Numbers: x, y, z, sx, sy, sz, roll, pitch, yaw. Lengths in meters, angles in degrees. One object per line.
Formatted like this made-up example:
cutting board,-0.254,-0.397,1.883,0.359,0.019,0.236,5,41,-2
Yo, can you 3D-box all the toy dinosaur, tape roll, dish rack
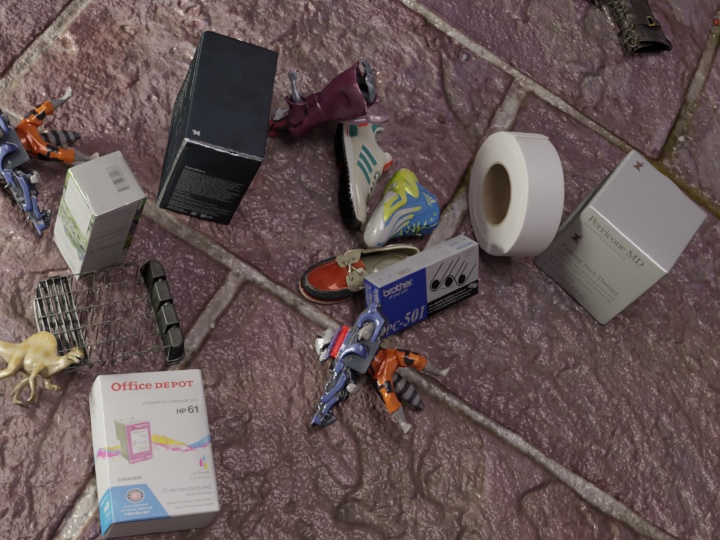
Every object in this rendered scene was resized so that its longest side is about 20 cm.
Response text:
toy dinosaur,-0.448,0.125,1.498,0.198,0.058,0.102,10,69,22
tape roll,0.250,-0.124,1.831,0.070,0.203,0.205,1,64,-21
dish rack,-0.352,0.067,1.575,0.198,0.055,0.155,-11,67,-25

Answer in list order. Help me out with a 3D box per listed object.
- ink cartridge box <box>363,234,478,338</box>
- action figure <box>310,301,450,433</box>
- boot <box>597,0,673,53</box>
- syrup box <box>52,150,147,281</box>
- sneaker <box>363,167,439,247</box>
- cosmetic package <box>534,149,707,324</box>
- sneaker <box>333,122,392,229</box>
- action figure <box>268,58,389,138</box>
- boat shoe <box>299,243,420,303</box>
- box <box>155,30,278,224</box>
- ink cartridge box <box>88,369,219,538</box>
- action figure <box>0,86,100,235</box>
ink cartridge box,0.097,0.024,1.752,0.199,0.095,0.044,-23,36,-29
action figure,0.007,0.161,1.660,0.193,0.105,0.201,34,82,6
boot,0.519,-0.508,2.219,0.198,0.069,0.176,0,64,-24
syrup box,-0.362,-0.072,1.552,0.081,0.200,0.079,-25,75,-29
sneaker,0.076,-0.086,1.794,0.104,0.076,0.201,32,41,-5
cosmetic package,0.428,-0.053,1.868,0.167,0.200,0.166,41,57,4
sneaker,0.012,-0.160,1.828,0.092,0.071,0.202,2,61,-15
action figure,-0.061,-0.257,1.813,0.199,0.134,0.150,-28,86,13
boat shoe,0.000,0.000,1.747,0.198,0.063,0.072,-11,70,-25
box,-0.216,-0.210,1.686,0.123,0.197,0.202,13,60,-15
ink cartridge box,-0.276,0.239,1.496,0.143,0.085,0.202,-2,64,-23
action figure,-0.480,-0.154,1.632,0.192,0.104,0.202,-22,99,-23
